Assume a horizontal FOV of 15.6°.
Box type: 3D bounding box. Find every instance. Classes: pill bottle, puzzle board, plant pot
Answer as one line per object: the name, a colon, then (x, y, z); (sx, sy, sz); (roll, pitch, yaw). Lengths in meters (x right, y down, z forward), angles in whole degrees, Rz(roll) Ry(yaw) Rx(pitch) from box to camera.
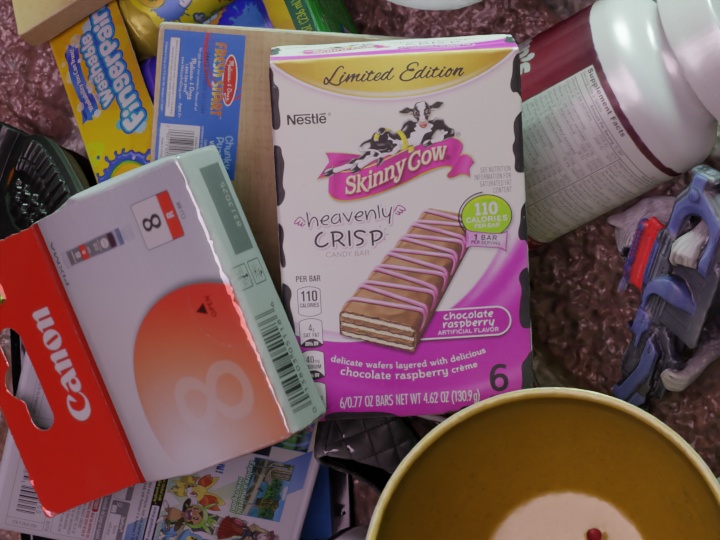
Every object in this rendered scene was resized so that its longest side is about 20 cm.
pill bottle: (0.133, -0.090, 1.496); (0.200, 0.110, 0.110); (-28, 82, 24)
puzzle board: (-0.044, -0.034, 1.461); (0.150, 0.017, 0.201); (4, 101, -5)
plant pot: (0.109, 0.169, 1.430); (0.199, 0.142, 0.201); (-1, 83, 8)

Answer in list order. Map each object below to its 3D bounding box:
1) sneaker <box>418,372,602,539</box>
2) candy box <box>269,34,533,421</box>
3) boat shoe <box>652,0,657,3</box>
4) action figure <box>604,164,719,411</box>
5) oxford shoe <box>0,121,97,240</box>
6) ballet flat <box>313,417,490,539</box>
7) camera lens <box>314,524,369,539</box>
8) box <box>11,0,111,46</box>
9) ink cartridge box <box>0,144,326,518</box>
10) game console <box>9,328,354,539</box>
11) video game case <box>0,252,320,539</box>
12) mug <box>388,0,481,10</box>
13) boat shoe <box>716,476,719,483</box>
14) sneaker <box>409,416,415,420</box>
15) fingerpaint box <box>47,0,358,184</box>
sneaker: (0.087, 0.095, 1.520); (0.071, 0.112, 0.200); (-34, 79, 12)
candy box: (0.023, -0.023, 1.426); (0.136, 0.061, 0.201); (-4, 101, 0)
boat shoe: (0.213, -0.238, 1.497); (0.069, 0.071, 0.201); (19, 104, 5)
action figure: (0.217, 0.033, 1.507); (0.193, 0.105, 0.200); (41, 132, 20)
oxford shoe: (-0.177, -0.041, 1.583); (0.084, 0.200, 0.073); (20, 102, -25)
ballet flat: (0.040, 0.145, 1.527); (0.200, 0.057, 0.066); (47, 148, -23)
camera lens: (0.014, 0.260, 1.523); (0.200, 0.160, 0.160); (43, 103, 14)
box: (-0.136, -0.244, 1.601); (0.200, 0.021, 0.164); (-28, 52, 18)
ink cartridge box: (-0.136, 0.039, 1.430); (0.200, 0.050, 0.163); (-22, 92, 26)
game console: (-0.108, 0.094, 1.591); (0.116, 0.176, 0.201); (-4, 88, 47)
video game case: (-0.107, 0.078, 1.521); (0.182, 0.022, 0.201); (12, 114, -8)
mug: (0.058, -0.221, 1.492); (0.175, 0.148, 0.200); (29, 55, 13)
boat shoe: (0.207, 0.184, 1.495); (0.200, 0.066, 0.075); (-55, 30, 21)
sneaker: (0.000, 0.000, 1.558); (0.077, 0.085, 0.201); (-13, 89, 1)
fingerpaint box: (-0.085, -0.113, 1.561); (0.167, 0.073, 0.200); (-32, 56, 17)
